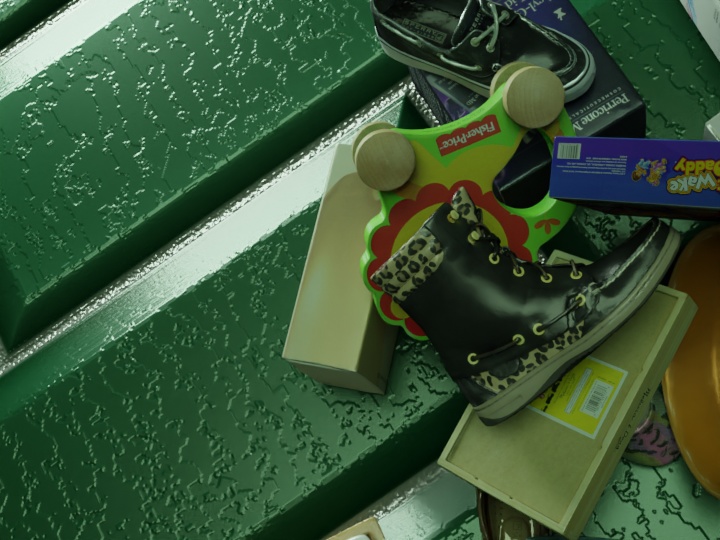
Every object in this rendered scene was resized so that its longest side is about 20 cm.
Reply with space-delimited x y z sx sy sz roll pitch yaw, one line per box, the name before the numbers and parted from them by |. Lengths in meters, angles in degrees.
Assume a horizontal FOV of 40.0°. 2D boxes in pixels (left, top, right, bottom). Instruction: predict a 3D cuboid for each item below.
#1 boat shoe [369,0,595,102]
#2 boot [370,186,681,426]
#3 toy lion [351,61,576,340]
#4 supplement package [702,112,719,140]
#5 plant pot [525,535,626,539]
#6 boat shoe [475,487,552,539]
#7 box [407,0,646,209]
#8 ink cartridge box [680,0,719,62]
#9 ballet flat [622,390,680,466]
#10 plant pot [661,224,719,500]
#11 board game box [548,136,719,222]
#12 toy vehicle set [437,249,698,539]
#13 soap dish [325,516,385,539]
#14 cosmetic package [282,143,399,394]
boat shoe | 0.099 -0.196 0.829 0.199 0.068 0.072 24 80 20
boot | 0.118 -0.001 0.729 0.200 0.073 0.151 -44 89 14
toy lion | 0.088 -0.044 0.797 0.199 0.069 0.193 -23 107 1
supplement package | 0.393 -0.112 0.809 0.199 0.121 0.120 -36 68 0
plant pot | 0.210 0.300 0.696 0.198 0.200 0.198 3 82 15
boat shoe | 0.128 0.167 0.813 0.074 0.075 0.204 -8 71 12
box | 0.145 -0.163 0.901 0.147 0.104 0.201 -32 67 2
ink cartridge box | 0.360 -0.290 0.896 0.144 0.084 0.201 -25 68 6
ballet flat | 0.188 0.081 0.827 0.069 0.071 0.200 -40 68 -2
plant pot | 0.349 0.066 0.731 0.181 0.200 0.202 -1 71 -7
board game box | 0.254 -0.061 0.708 0.199 0.134 0.045 7 91 34
toy vehicle set | 0.157 0.090 0.764 0.124 0.026 0.201 23 80 43
soap dish | -0.039 0.318 0.804 0.199 0.081 0.158 -28 68 5
cosmetic package | 0.000 0.000 0.886 0.070 0.105 0.202 8 76 18
